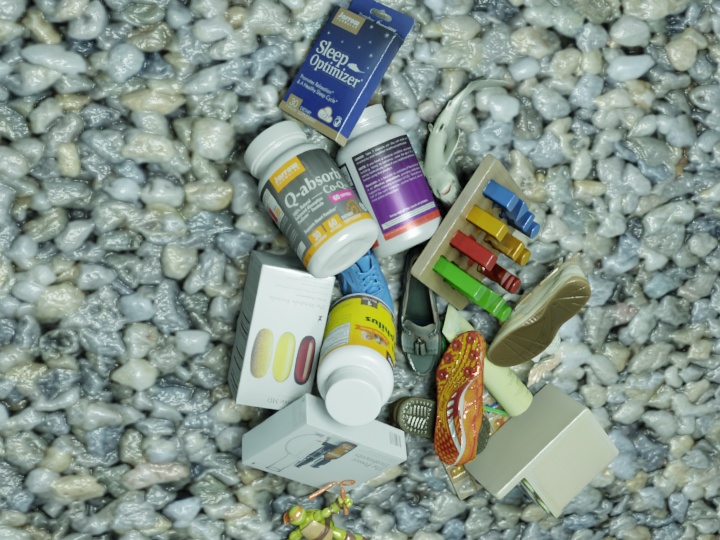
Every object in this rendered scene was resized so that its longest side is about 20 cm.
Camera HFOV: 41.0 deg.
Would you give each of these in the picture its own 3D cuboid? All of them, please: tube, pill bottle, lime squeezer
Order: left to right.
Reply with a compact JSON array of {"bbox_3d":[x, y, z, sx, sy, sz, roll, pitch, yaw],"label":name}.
[{"bbox_3d":[-0.071,-0.100,1.329,0.115,0.117,0.201,-34,75,-5],"label":"pill bottle"},{"bbox_3d":[-0.004,0.126,1.362,0.107,0.201,0.111,2,120,3],"label":"pill bottle"},{"bbox_3d":[0.035,-0.128,1.379,0.111,0.112,0.203,-23,91,-9],"label":"pill bottle"},{"bbox_3d":[0.159,0.180,1.528,0.201,0.037,0.071,52,54,-18],"label":"lime squeezer"},{"bbox_3d":[0.194,0.143,1.510,0.052,0.058,0.200,-44,106,-10],"label":"tube"}]

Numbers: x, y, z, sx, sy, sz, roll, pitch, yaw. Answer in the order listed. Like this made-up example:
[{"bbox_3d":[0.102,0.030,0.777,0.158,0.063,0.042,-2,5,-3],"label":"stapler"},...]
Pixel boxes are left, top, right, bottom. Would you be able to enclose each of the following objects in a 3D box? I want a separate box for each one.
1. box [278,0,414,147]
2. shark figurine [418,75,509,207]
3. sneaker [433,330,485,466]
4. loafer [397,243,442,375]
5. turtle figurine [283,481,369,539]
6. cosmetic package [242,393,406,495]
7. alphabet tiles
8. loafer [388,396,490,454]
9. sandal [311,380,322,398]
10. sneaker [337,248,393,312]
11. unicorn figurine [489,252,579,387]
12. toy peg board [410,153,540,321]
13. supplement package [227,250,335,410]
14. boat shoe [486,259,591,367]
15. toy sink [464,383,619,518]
[{"bbox_3d":[-0.020,-0.288,1.347,0.202,0.120,0.032,-59,148,1],"label":"box"},{"bbox_3d":[0.142,-0.190,1.441,0.089,0.127,0.219,28,75,-43],"label":"shark figurine"},{"bbox_3d":[0.154,0.191,1.455,0.077,0.072,0.205,7,94,-54],"label":"sneaker"},{"bbox_3d":[0.087,0.065,1.463,0.070,0.063,0.205,0,100,10],"label":"loafer"},{"bbox_3d":[-0.067,0.414,1.501,0.200,0.065,0.161,-43,113,11],"label":"turtle figurine"},{"bbox_3d":[-0.052,0.259,1.410,0.198,0.053,0.150,26,135,-35],"label":"cosmetic package"},{"bbox_3d":[0.193,0.251,1.566,0.165,0.008,0.203,-29,107,-8],"label":"alphabet tiles"},{"bbox_3d":[0.124,0.234,1.508,0.198,0.067,0.077,26,84,-34],"label":"loafer"},{"bbox_3d":[-0.041,0.195,1.464,0.079,0.059,0.207,41,89,-17],"label":"sandal"},{"bbox_3d":[0.000,0.000,1.428,0.065,0.078,0.203,-27,108,-10],"label":"sneaker"},{"bbox_3d":[0.279,0.071,1.526,0.135,0.074,0.203,-23,121,-16],"label":"unicorn figurine"},{"bbox_3d":[0.195,-0.030,1.405,0.201,0.097,0.200,-56,152,1],"label":"toy peg board"},{"bbox_3d":[-0.117,0.088,1.396,0.111,0.109,0.204,9,99,-16],"label":"supplement package"},{"bbox_3d":[0.264,0.067,1.452,0.071,0.066,0.201,28,120,-23],"label":"boat shoe"},{"bbox_3d":[0.286,0.302,1.530,0.199,0.130,0.113,-42,109,-7],"label":"toy sink"}]
